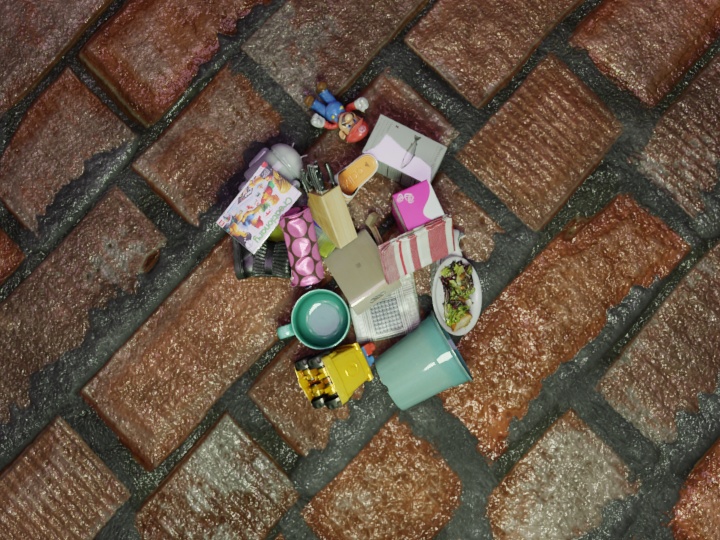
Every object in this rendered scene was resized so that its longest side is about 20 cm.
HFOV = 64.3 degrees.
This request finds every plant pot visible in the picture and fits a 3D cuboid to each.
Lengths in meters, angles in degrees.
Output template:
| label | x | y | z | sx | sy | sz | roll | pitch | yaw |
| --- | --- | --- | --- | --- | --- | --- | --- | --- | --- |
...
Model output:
| label | x | y | z | sx | sy | sz | roll | pitch | yaw |
| --- | --- | --- | --- | --- | --- | --- | --- | --- | --- |
| plant pot | 0.153 | 0.240 | 1.452 | 0.194 | 0.200 | 0.202 | -32 | 85 | 7 |

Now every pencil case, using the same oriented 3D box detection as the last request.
| label | x | y | z | sx | sy | sz | roll | pitch | yaw |
| --- | --- | --- | --- | --- | --- | --- | --- | --- | --- |
| pencil case | -0.152 | -0.060 | 1.456 | 0.092 | 0.091 | 0.204 | -14 | 109 | -9 |

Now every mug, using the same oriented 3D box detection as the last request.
| label | x | y | z | sx | sy | sz | roll | pitch | yaw |
| --- | --- | --- | --- | --- | --- | --- | --- | --- | --- |
| mug | -0.114 | 0.124 | 1.502 | 0.182 | 0.114 | 0.155 | 15 | 86 | 4 |

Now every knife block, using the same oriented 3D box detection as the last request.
| label | x | y | z | sx | sy | sz | roll | pitch | yaw |
| --- | --- | --- | --- | --- | --- | --- | --- | --- | --- |
| knife block | -0.078 | -0.179 | 1.467 | 0.064 | 0.176 | 0.201 | -34 | 76 | -24 |

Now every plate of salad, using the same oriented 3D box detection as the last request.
| label | x | y | z | sx | sy | sz | roll | pitch | yaw |
| --- | --- | --- | --- | --- | --- | --- | --- | --- | --- |
| plate of salad | 0.258 | 0.065 | 1.476 | 0.197 | 0.048 | 0.204 | 4 | 84 | -39 |

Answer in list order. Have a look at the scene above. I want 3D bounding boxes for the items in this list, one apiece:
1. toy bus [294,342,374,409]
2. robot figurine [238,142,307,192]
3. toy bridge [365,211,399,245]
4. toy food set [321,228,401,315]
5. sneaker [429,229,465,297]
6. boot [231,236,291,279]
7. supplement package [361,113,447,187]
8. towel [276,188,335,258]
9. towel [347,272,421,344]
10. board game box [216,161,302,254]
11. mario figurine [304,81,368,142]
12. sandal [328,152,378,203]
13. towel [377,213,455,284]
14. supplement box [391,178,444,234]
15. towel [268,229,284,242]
| label | x | y | z | sx | sy | sz | roll | pitch | yaw |
| --- | --- | --- | --- | --- | --- | --- | --- | --- | --- |
| toy bus | -0.054 | 0.251 | 1.478 | 0.190 | 0.199 | 0.137 | -29 | 93 | -32 |
| robot figurine | -0.232 | -0.258 | 1.539 | 0.200 | 0.113 | 0.170 | -44 | 68 | -2 |
| toy bridge | 0.081 | -0.071 | 1.536 | 0.200 | 0.027 | 0.068 | 45 | 132 | 19 |
| toy food set | 0.000 | 0.000 | 1.516 | 0.142 | 0.061 | 0.201 | -33 | 61 | -3 |
| sneaker | 0.231 | -0.012 | 1.525 | 0.079 | 0.076 | 0.204 | 10 | 87 | -8 |
| boot | -0.257 | -0.079 | 1.527 | 0.155 | 0.079 | 0.216 | -6 | 87 | 8 |
| supplement package | 0.115 | -0.305 | 1.528 | 0.197 | 0.117 | 0.118 | 27 | 85 | 4 |
| towel | -0.138 | -0.134 | 1.544 | 0.198 | 0.023 | 0.144 | 34 | 63 | 4 |
| towel | 0.062 | 0.081 | 1.539 | 0.189 | 0.035 | 0.204 | -11 | 84 | 1 |
| board game box | -0.258 | -0.159 | 1.466 | 0.126 | 0.035 | 0.201 | 38 | 89 | -5 |
| mario figurine | -0.058 | -0.430 | 1.548 | 0.199 | 0.106 | 0.124 | 41 | 122 | 12 |
| sandal | -0.037 | -0.232 | 1.505 | 0.079 | 0.059 | 0.206 | 48 | 129 | -1 |
| towel | 0.143 | -0.049 | 1.407 | 0.197 | 0.145 | 0.023 | -26 | 52 | -6 |
| supplement box | 0.144 | -0.147 | 1.472 | 0.100 | 0.200 | 0.105 | -24 | 85 | -1 |
| towel | -0.240 | -0.099 | 1.576 | 0.086 | 0.018 | 0.200 | 41 | 89 | 10 |
